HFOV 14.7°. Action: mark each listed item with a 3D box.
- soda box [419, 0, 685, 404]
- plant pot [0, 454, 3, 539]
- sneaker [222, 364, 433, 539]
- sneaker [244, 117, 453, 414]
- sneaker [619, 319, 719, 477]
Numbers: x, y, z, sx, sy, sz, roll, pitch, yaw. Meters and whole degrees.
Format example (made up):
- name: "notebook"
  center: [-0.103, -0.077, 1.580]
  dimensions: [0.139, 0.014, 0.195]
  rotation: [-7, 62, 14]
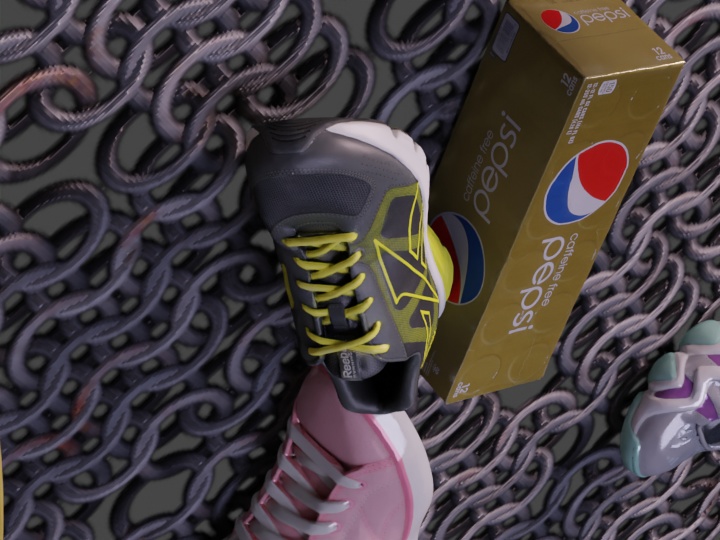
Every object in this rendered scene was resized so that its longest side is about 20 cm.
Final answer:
- name: "soda box"
  center: [0.078, -0.034, 1.335]
  dimensions: [0.068, 0.064, 0.200]
  rotation: [-12, 137, -38]
- name: "plant pot"
  center: [-0.245, 0.070, 1.008]
  dimensions: [0.188, 0.201, 0.201]
  rotation: [-3, 133, -24]
- name: "sneaker"
  center: [-0.025, 0.127, 1.401]
  dimensions: [0.105, 0.075, 0.200]
  rotation: [-34, 151, -22]
- name: "sneaker"
  center: [0.000, 0.000, 1.250]
  dimensions: [0.074, 0.085, 0.200]
  rotation: [-4, 153, 18]
- name: "sneaker"
  center: [0.253, 0.075, 1.578]
  dimensions: [0.200, 0.140, 0.078]
  rotation: [-42, 148, -1]
